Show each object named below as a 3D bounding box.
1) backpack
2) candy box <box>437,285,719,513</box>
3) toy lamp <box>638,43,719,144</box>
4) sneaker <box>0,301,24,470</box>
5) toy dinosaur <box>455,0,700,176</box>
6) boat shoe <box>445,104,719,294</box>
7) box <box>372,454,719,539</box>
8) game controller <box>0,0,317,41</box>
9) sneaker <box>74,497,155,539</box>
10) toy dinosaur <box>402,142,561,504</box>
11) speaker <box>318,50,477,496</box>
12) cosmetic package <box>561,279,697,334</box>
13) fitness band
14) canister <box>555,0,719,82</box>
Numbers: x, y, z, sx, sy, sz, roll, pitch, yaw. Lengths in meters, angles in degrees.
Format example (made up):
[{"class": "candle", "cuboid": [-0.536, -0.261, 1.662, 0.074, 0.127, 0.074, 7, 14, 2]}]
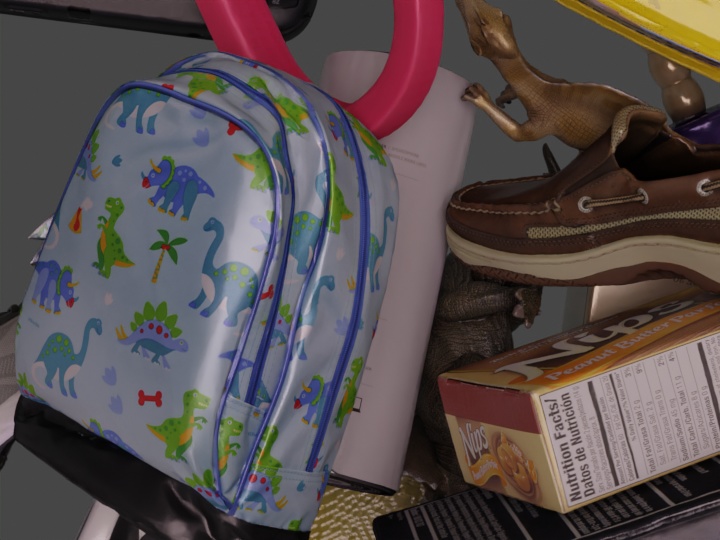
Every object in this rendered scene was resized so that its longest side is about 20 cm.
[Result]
[{"class": "backpack", "cuboid": [-0.064, 0.009, 0.816, 0.162, 0.154, 0.201, 27, 84, 37]}, {"class": "candy box", "cuboid": [0.146, 0.043, 0.828, 0.198, 0.115, 0.056, -19, 95, -16]}, {"class": "toy lamp", "cuboid": [0.143, -0.123, 0.940, 0.058, 0.058, 0.202, -22, 92, -1]}, {"class": "sneaker", "cuboid": [-0.179, 0.046, 0.925, 0.200, 0.074, 0.079, -44, 89, 0]}, {"class": "toy dinosaur", "cuboid": [0.118, -0.061, 0.879, 0.198, 0.101, 0.059, 23, 74, -10]}, {"class": "boat shoe", "cuboid": [0.123, -0.038, 0.832, 0.201, 0.075, 0.076, 3, 113, 35]}, {"class": "box", "cuboid": [0.118, 0.146, 0.808, 0.196, 0.200, 0.124, -19, 93, -1]}, {"class": "game controller", "cuboid": [-0.115, -0.172, 0.936, 0.198, 0.042, 0.106, 7, 79, -4]}, {"class": "sneaker", "cuboid": [-0.075, 0.117, 0.940, 0.111, 0.073, 0.202, 23, 99, -9]}, {"class": "toy dinosaur", "cuboid": [0.055, 0.032, 0.929, 0.076, 0.102, 0.202, 13, 76, -41]}, {"class": "speaker", "cuboid": [0.000, 0.000, 0.906, 0.080, 0.081, 0.202, 12, 80, -4]}, {"class": "cosmetic package", "cuboid": [0.146, 0.093, 0.944, 0.102, 0.073, 0.202, 6, 92, -3]}, {"class": "fitness band", "cuboid": [-0.025, -0.154, 0.853, 0.037, 0.143, 0.202, -17, 79, -42]}, {"class": "canister", "cuboid": [0.139, -0.137, 0.808, 0.147, 0.200, 0.087, 27, 99, 5]}]
